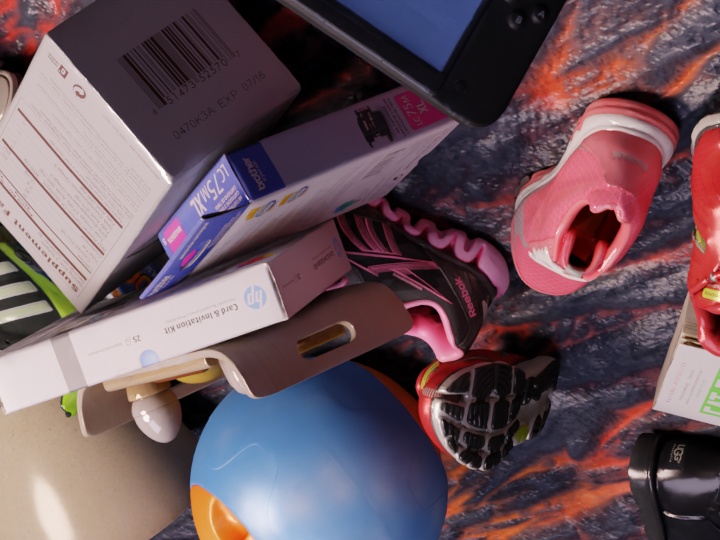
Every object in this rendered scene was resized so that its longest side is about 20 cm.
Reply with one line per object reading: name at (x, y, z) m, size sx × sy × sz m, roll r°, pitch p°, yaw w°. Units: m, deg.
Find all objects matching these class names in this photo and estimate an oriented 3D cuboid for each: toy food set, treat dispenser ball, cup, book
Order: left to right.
cup at (-0.243, 0.151, 1.617) m, size 0.200 × 0.200 × 0.144 m, roll -13°, pitch 110°, yaw 42°
toy food set at (-0.077, 0.066, 1.255) m, size 0.200 × 0.143 × 0.061 m, roll -14°, pitch 96°, yaw 49°
treat dispenser ball at (-0.032, 0.167, 1.486) m, size 0.200 × 0.201 × 0.201 m, roll 14°, pitch 149°, yaw 9°
book at (0.309, 0.081, 1.317) m, size 0.199 × 0.048 × 0.134 m, roll 13°, pitch 153°, yaw 6°

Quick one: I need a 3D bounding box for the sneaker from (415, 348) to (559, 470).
sneaker at (0.074, 0.092, 1.362) m, size 0.085 × 0.077 × 0.200 m, roll 13°, pitch -176°, yaw 22°

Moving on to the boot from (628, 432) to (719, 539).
boot at (0.307, 0.199, 1.466) m, size 0.167 × 0.077 × 0.200 m, roll 4°, pitch 140°, yaw 30°

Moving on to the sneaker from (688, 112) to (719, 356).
sneaker at (0.230, -0.015, 1.146) m, size 0.077 × 0.085 × 0.200 m, roll 8°, pitch 148°, yaw 16°

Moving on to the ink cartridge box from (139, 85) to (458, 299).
ink cartridge box at (-0.042, -0.052, 1.168) m, size 0.042 × 0.200 × 0.119 m, roll 58°, pitch 147°, yaw 8°

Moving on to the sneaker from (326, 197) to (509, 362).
sneaker at (0.000, 0.000, 1.306) m, size 0.199 × 0.096 × 0.079 m, roll 22°, pitch 151°, yaw -2°

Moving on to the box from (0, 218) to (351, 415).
box at (-0.119, 0.027, 1.234) m, size 0.199 × 0.156 × 0.041 m, roll -20°, pitch 96°, yaw 17°

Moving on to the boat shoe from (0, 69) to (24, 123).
boat shoe at (-0.252, -0.086, 1.346) m, size 0.057 × 0.067 × 0.200 m, roll 14°, pitch 158°, yaw -24°

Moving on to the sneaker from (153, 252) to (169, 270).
sneaker at (-0.116, -0.002, 1.388) m, size 0.199 × 0.071 × 0.073 m, roll 6°, pitch 147°, yaw 20°

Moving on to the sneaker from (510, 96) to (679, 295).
sneaker at (0.131, -0.026, 1.198) m, size 0.073 × 0.087 × 0.200 m, roll 21°, pitch 149°, yaw -1°

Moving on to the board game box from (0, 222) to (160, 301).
board game box at (-0.211, 0.006, 1.419) m, size 0.135 × 0.034 × 0.200 m, roll 50°, pitch 153°, yaw -18°

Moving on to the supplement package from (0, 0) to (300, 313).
supplement package at (-0.144, -0.082, 1.198) m, size 0.117 × 0.117 × 0.200 m, roll 48°, pitch 147°, yaw 2°

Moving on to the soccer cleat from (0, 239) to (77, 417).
soccer cleat at (-0.260, 0.025, 1.369) m, size 0.200 × 0.081 × 0.068 m, roll 35°, pitch 164°, yaw 11°

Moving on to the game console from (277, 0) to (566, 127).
game console at (0.047, -0.189, 0.964) m, size 0.200 × 0.171 × 0.118 m, roll 32°, pitch 174°, yaw -20°
